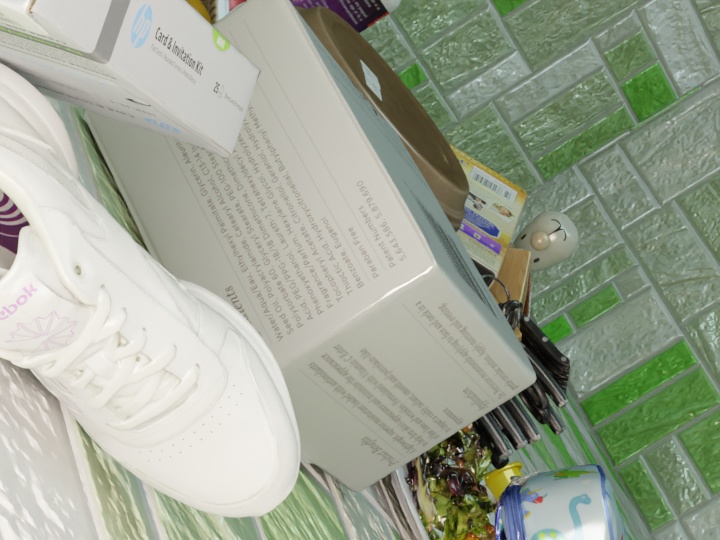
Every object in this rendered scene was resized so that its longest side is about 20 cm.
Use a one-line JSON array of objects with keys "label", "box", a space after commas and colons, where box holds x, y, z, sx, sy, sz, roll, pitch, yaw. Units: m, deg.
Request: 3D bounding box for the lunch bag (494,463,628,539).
[{"label": "lunch bag", "box": [0.139, 0.225, 1.176, 0.161, 0.082, 0.201, -5, 84, -84]}]

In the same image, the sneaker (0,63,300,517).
[{"label": "sneaker", "box": [-0.099, 0.021, 0.638, 0.200, 0.075, 0.100, 48, 16, -15]}]

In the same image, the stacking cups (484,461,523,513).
[{"label": "stacking cups", "box": [0.146, 0.244, 1.411, 0.201, 0.060, 0.060, 60, 7, 17]}]

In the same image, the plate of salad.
[{"label": "plate of salad", "box": [0.062, 0.133, 1.245, 0.200, 0.048, 0.201, 57, 19, -32]}]

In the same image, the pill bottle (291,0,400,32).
[{"label": "pill bottle", "box": [-0.039, -0.267, 1.770, 0.113, 0.199, 0.112, 57, 7, -11]}]

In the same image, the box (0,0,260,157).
[{"label": "box", "box": [-0.134, -0.098, 0.631, 0.155, 0.041, 0.200, 19, -5, 15]}]

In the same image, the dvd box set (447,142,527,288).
[{"label": "dvd box set", "box": [0.050, -0.057, 1.415, 0.146, 0.029, 0.200, 31, 22, -1]}]

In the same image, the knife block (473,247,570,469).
[{"label": "knife block", "box": [0.069, 0.063, 1.436, 0.064, 0.199, 0.176, 88, 16, -57]}]

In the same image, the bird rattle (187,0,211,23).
[{"label": "bird rattle", "box": [-0.103, -0.142, 1.205, 0.163, 0.113, 0.200, 41, 5, -4]}]

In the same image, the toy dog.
[{"label": "toy dog", "box": [0.082, 0.021, 1.538, 0.132, 0.201, 0.096, 34, 16, 15]}]

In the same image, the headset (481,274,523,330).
[{"label": "headset", "box": [0.012, 0.008, 1.255, 0.199, 0.094, 0.124, 19, 14, -3]}]

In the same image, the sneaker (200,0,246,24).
[{"label": "sneaker", "box": [-0.075, -0.163, 1.416, 0.112, 0.071, 0.201, 6, 51, -38]}]

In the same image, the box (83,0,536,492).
[{"label": "box", "box": [-0.024, -0.011, 1.020, 0.201, 0.130, 0.199, 61, 7, 27]}]

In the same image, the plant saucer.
[{"label": "plant saucer", "box": [0.015, -0.113, 1.319, 0.200, 0.029, 0.200, 48, 14, -16]}]
